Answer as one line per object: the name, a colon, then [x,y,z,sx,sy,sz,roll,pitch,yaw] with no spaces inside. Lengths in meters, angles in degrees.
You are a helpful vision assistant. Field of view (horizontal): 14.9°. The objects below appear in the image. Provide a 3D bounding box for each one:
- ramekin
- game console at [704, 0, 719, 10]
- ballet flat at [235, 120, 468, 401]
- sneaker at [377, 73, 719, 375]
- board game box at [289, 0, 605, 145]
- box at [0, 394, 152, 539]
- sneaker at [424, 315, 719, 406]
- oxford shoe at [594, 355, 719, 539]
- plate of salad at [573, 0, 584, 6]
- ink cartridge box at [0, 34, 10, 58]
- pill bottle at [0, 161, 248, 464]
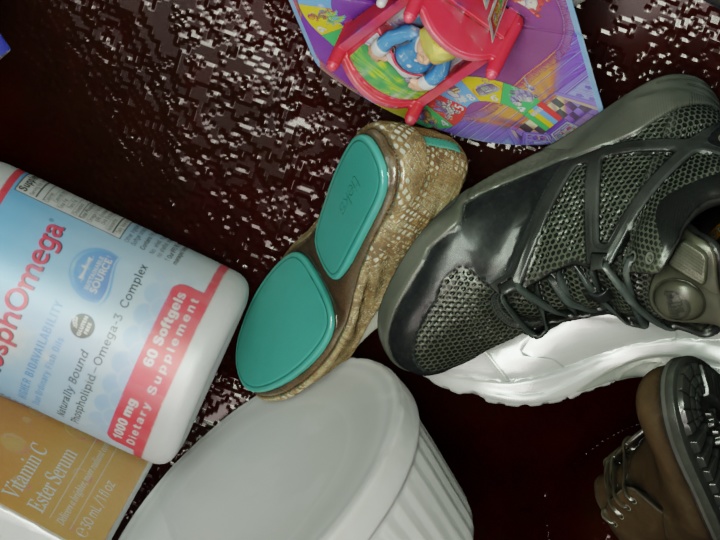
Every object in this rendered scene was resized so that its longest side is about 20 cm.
ramekin: [-0.032,0.148,1.393,0.202,0.203,0.094,-32,115,21]
game console: [0.212,-0.187,1.248,0.118,0.170,0.201,41,116,21]
ballet flat: [0.000,0.000,1.383,0.065,0.071,0.200,-5,149,-31]
sneaker: [0.102,0.001,1.292,0.199,0.114,0.076,-32,134,4]
board game box: [0.026,-0.109,1.292,0.157,0.039,0.200,12,149,24]
box: [-0.223,0.105,1.428,0.199,0.152,0.107,29,115,-3]
sneaker: [0.117,0.010,1.376,0.199,0.078,0.100,-7,103,5]
oxford shoe: [0.152,0.108,1.362,0.084,0.073,0.200,1,147,16]
plate of salad: [0.051,-0.207,1.303,0.199,0.048,0.201,4,113,8]
ink cartridge box: [-0.225,-0.130,1.320,0.039,0.200,0.100,-38,105,-20]
pill bottle: [-0.165,0.012,1.401,0.199,0.109,0.109,24,115,0]
